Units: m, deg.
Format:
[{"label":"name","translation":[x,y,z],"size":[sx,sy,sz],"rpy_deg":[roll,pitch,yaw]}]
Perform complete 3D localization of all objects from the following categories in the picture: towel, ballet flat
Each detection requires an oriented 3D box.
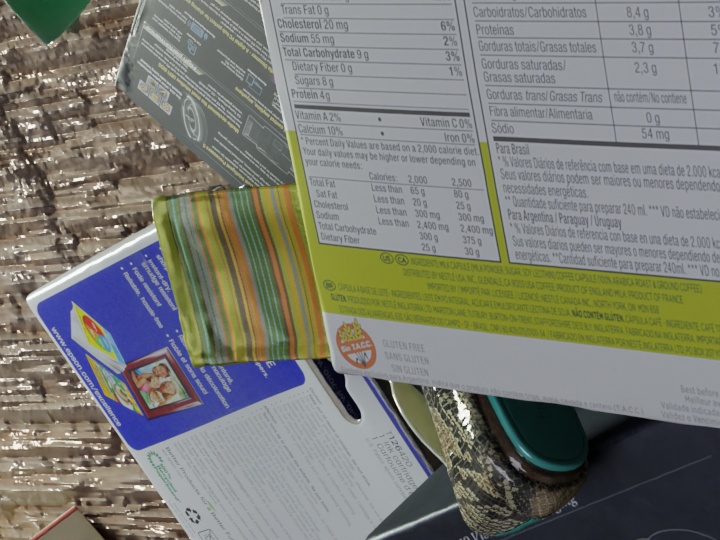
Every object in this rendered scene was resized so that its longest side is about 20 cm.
[{"label":"towel","translation":[0.000,0.000,0.951],"size":[0.200,0.018,0.086],"rpy_deg":[-4,113,30]},{"label":"ballet flat","translation":[0.031,0.014,0.867],"size":[0.075,0.068,0.200],"rpy_deg":[-44,54,43]}]

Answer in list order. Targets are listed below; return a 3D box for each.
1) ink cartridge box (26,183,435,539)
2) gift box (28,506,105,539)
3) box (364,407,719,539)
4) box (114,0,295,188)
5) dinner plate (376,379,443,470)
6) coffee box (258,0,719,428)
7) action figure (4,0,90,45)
[{"label":"ink cartridge box","translation":[-0.050,0.060,1.071],"size":[0.200,0.047,0.198],"rpy_deg":[-24,102,46]},{"label":"gift box","translation":[-0.198,0.280,1.286],"size":[0.185,0.200,0.187],"rpy_deg":[43,137,4]},{"label":"box","translation":[0.145,0.139,0.908],"size":[0.200,0.124,0.197],"rpy_deg":[-28,98,40]},{"label":"box","translation":[-0.010,-0.087,0.973],"size":[0.200,0.044,0.160],"rpy_deg":[40,137,15]},{"label":"dinner plate","translation":[0.037,0.104,1.075],"size":[0.200,0.024,0.200],"rpy_deg":[22,130,30]},{"label":"coffee box","translation":[0.108,-0.080,0.741],"size":[0.200,0.200,0.198],"rpy_deg":[6,116,41]},{"label":"action figure","translation":[-0.077,-0.192,0.899],"size":[0.200,0.055,0.118],"rpy_deg":[-48,47,15]}]
